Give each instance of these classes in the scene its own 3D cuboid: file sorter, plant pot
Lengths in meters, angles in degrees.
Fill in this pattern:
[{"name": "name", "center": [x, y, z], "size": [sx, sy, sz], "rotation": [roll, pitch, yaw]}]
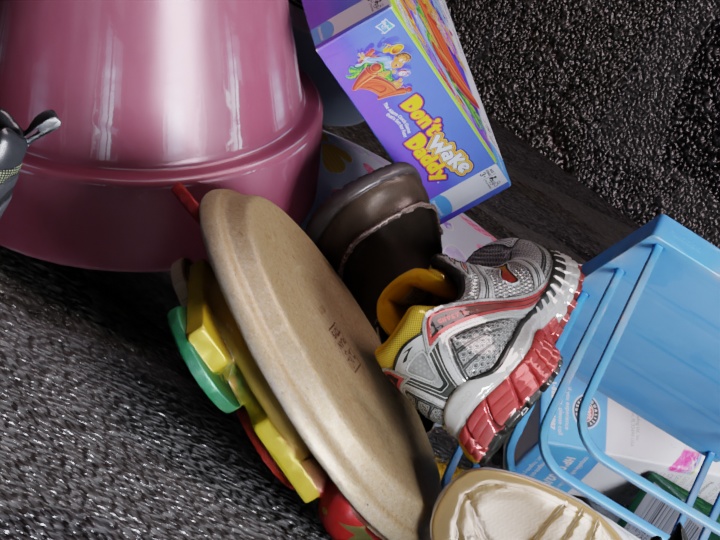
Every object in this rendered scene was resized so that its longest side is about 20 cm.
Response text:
[{"name": "file sorter", "center": [0.142, 0.081, 1.427], "size": [0.139, 0.123, 0.200], "rotation": [32, -21, -8]}, {"name": "plant pot", "center": [-0.114, -0.122, 1.456], "size": [0.199, 0.180, 0.200], "rotation": [3, 29, -2]}]

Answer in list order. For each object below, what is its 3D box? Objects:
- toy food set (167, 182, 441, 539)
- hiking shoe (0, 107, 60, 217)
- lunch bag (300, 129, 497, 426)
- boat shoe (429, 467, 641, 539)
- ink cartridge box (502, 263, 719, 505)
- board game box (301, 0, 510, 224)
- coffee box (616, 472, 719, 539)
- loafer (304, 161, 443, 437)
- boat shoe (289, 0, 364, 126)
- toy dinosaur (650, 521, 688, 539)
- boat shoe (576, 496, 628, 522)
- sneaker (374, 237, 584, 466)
[{"name": "toy food set", "center": [-0.027, 0.046, 1.352], "size": [0.198, 0.049, 0.200], "rotation": [56, 11, -19]}, {"name": "hiking shoe", "center": [-0.234, -0.079, 1.278], "size": [0.200, 0.101, 0.076], "rotation": [28, 9, -33]}, {"name": "lunch bag", "center": [0.000, 0.000, 1.633], "size": [0.169, 0.127, 0.200], "rotation": [31, -3, -12]}, {"name": "boat shoe", "center": [0.105, 0.151, 1.363], "size": [0.200, 0.071, 0.069], "rotation": [35, 1, -23]}, {"name": "ink cartridge box", "center": [0.185, 0.075, 1.641], "size": [0.199, 0.116, 0.068], "rotation": [12, -28, -13]}, {"name": "board game box", "center": [0.010, -0.136, 1.523], "size": [0.135, 0.045, 0.200], "rotation": [54, 13, -39]}, {"name": "coffee box", "center": [0.233, 0.190, 1.549], "size": [0.123, 0.044, 0.200], "rotation": [30, 8, -40]}, {"name": "loafer", "center": [0.020, 0.024, 1.479], "size": [0.071, 0.073, 0.200], "rotation": [50, -20, 32]}, {"name": "boat shoe", "center": [-0.069, -0.154, 1.594], "size": [0.199, 0.074, 0.068], "rotation": [25, 36, -23]}, {"name": "toy dinosaur", "center": [0.142, 0.189, 1.204], "size": [0.136, 0.102, 0.200], "rotation": [49, -15, -4]}, {"name": "boat shoe", "center": [0.149, 0.075, 1.731], "size": [0.200, 0.091, 0.071], "rotation": [-111, 176, -56]}, {"name": "sneaker", "center": [0.054, 0.019, 1.386], "size": [0.082, 0.078, 0.200], "rotation": [37, 15, -4]}]
